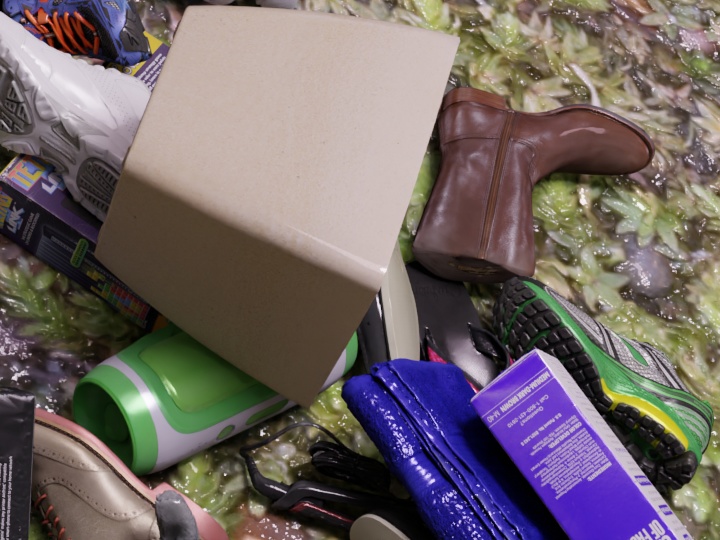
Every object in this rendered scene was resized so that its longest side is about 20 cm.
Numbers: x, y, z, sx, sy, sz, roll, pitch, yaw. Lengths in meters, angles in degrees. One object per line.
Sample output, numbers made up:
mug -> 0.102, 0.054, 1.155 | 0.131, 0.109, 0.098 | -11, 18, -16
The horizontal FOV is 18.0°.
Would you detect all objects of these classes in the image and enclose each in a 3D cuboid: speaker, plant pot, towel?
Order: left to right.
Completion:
speaker -> -0.099, 0.073, 1.581 | 0.200, 0.089, 0.089 | -24, 68, -36
plant pot -> -0.065, -0.061, 1.502 | 0.176, 0.200, 0.201 | 22, 60, -5
towel -> 0.085, 0.145, 1.548 | 0.200, 0.050, 0.148 | 55, 24, 21

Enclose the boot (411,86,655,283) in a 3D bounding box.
boot -> 0.138, -0.053, 1.781 | 0.186, 0.064, 0.200 | 10, 41, -1

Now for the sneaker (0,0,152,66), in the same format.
sneaker -> -0.221, -0.181, 1.683 | 0.078, 0.076, 0.200 | -34, 29, -24

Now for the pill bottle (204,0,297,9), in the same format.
pill bottle -> -0.132, -0.279, 1.809 | 0.199, 0.112, 0.112 | 23, 49, -8

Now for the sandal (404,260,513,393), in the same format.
sandal -> 0.079, 0.069, 1.690 | 0.075, 0.045, 0.201 | -7, 59, -29

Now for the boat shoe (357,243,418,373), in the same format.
boat shoe -> 0.001, 0.001, 1.667 | 0.063, 0.074, 0.202 | -14, 78, 11

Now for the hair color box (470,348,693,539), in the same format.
hair color box -> 0.162, 0.152, 1.538 | 0.065, 0.109, 0.200 | -39, 78, 6

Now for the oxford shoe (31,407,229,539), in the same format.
oxford shoe -> -0.187, 0.153, 1.493 | 0.200, 0.071, 0.075 | 30, 63, 6

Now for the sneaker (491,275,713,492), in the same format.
sneaker -> 0.182, 0.077, 1.723 | 0.200, 0.078, 0.085 | 43, 42, -1

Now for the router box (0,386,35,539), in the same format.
router box -> -0.278, 0.170, 1.380 | 0.149, 0.051, 0.201 | 3, 90, -24

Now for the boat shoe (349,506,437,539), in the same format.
boat shoe -> 0.075, 0.234, 1.550 | 0.201, 0.074, 0.063 | 44, 49, 5

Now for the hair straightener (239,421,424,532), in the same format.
hair straightener -> 0.012, 0.151, 1.589 | 0.199, 0.041, 0.077 | 21, 92, -2

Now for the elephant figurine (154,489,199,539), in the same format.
elephant figurine -> -0.140, 0.270, 1.397 | 0.200, 0.142, 0.155 | -32, 43, -22

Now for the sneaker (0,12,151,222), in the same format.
sneaker -> -0.202, -0.118, 1.620 | 0.200, 0.078, 0.099 | 44, 43, 0

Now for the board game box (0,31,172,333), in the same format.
board game box -> -0.154, -0.066, 1.678 | 0.165, 0.057, 0.200 | 33, 49, 4
